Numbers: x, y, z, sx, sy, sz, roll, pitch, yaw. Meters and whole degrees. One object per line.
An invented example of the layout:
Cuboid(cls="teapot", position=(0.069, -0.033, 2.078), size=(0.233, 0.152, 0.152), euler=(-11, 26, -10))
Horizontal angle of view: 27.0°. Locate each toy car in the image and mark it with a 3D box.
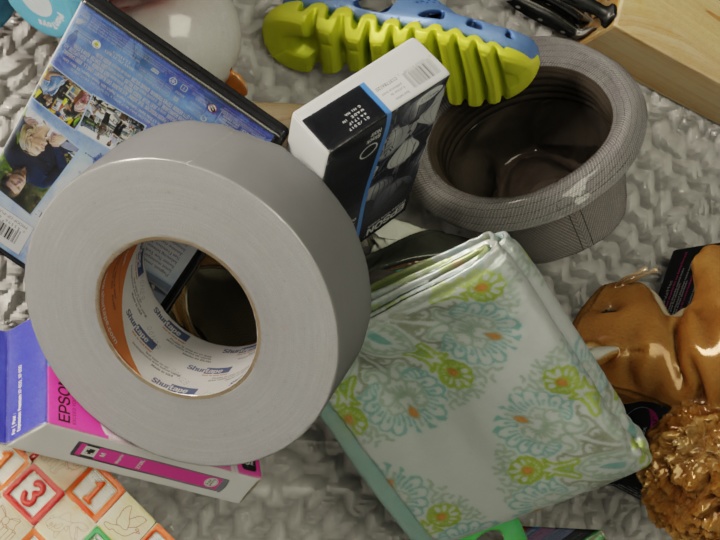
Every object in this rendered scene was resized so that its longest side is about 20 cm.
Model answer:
Cuboid(cls="toy car", position=(-0.153, -0.177, 1.007), size=(0.184, 0.177, 0.200), euler=(-55, 131, -32))

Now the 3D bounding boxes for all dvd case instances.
Cuboid(cls="dvd case", position=(-0.150, -0.056, 0.930), size=(0.143, 0.200, 0.018), euler=(34, 34, -5))

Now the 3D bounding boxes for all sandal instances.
Cuboid(cls="sandal", position=(-0.096, 0.023, 0.994), size=(0.080, 0.054, 0.200), euler=(-34, 67, -10))
Cuboid(cls="sandal", position=(0.034, -0.180, 1.081), size=(0.200, 0.080, 0.087), euler=(16, 61, 5))

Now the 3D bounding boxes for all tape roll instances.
Cuboid(cls="tape roll", position=(-0.097, 0.015, 0.894), size=(0.200, 0.200, 0.066), euler=(51, 30, -8))

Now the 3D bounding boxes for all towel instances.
Cuboid(cls="towel", position=(0.064, 0.081, 0.951), size=(0.200, 0.171, 0.048), euler=(55, 28, -24))

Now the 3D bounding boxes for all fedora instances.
Cuboid(cls="fedora", position=(0.127, -0.076, 1.092), size=(0.177, 0.200, 0.090), euler=(-33, 128, -5))

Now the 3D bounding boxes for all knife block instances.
Cuboid(cls="knife block", position=(0.215, -0.190, 1.187), size=(0.175, 0.064, 0.200), euler=(-23, 92, -23))

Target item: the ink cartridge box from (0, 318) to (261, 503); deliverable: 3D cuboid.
Cuboid(cls="ink cartridge box", position=(-0.160, 0.084, 0.966), size=(0.200, 0.037, 0.095), euler=(17, 40, -28))

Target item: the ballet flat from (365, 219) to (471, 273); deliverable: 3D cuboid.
Cuboid(cls="ballet flat", position=(0.000, 0.000, 1.051), size=(0.200, 0.068, 0.069), euler=(-18, 68, -7))

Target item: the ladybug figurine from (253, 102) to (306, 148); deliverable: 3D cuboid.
Cuboid(cls="ladybug figurine", position=(-0.079, -0.073, 1.005), size=(0.200, 0.136, 0.072), euler=(-3, 92, -45))

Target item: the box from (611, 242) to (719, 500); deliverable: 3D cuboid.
Cuboid(cls="box", position=(0.289, 0.093, 1.144), size=(0.132, 0.115, 0.200), euler=(29, 73, -23))

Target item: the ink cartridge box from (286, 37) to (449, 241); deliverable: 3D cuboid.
Cuboid(cls="ink cartridge box", position=(-0.007, -0.056, 0.956), size=(0.099, 0.200, 0.039), euler=(-36, 73, -24))

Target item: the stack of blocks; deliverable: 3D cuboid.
Cuboid(cls="stack of blocks", position=(-0.224, 0.153, 0.956), size=(0.200, 0.059, 0.115), euler=(47, 68, -9))

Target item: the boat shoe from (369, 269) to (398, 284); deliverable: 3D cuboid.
Cuboid(cls="boat shoe", position=(0.082, 0.042, 1.038), size=(0.200, 0.067, 0.057), euler=(15, 54, -38))

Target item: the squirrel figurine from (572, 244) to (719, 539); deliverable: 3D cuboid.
Cuboid(cls="squirrel figurine", position=(0.231, 0.082, 0.995), size=(0.186, 0.142, 0.200), euler=(0, 70, 7))

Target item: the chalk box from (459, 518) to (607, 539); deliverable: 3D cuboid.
Cuboid(cls="chalk box", position=(0.123, 0.258, 1.050), size=(0.124, 0.124, 0.200), euler=(-31, 94, -22))
